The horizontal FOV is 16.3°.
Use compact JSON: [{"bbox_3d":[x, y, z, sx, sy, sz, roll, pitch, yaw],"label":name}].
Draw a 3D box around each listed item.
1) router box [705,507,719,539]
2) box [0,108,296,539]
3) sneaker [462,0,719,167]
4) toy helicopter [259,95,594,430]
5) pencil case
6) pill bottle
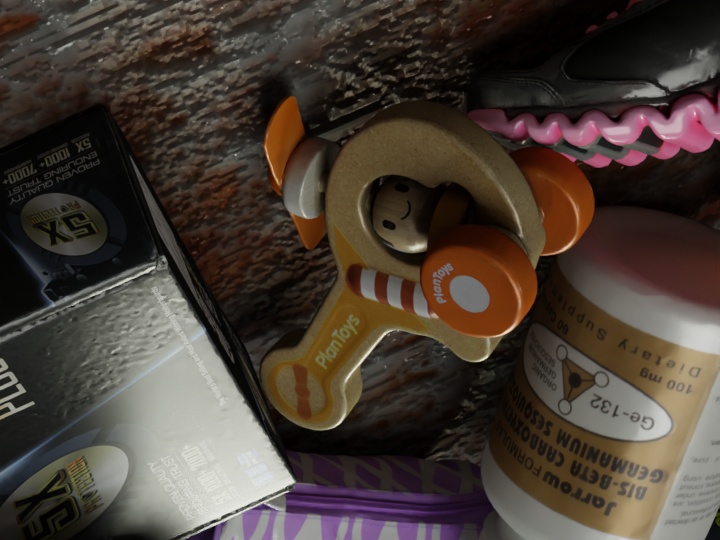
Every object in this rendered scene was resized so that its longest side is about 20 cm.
[{"bbox_3d":[0.186,0.154,1.289,0.150,0.200,0.062,-22,140,-3],"label":"router box"},{"bbox_3d":[-0.138,0.048,1.070,0.164,0.086,0.200,-24,144,0],"label":"box"},{"bbox_3d":[0.139,-0.098,1.058,0.200,0.095,0.079,-8,173,15],"label":"sneaker"},{"bbox_3d":[0.000,0.000,1.080,0.079,0.132,0.200,-51,178,-44],"label":"toy helicopter"},{"bbox_3d":[-0.021,0.122,1.230,0.200,0.084,0.085,8,143,-42],"label":"pencil case"},{"bbox_3d":[0.120,0.081,1.189,0.114,0.114,0.200,3,118,-32],"label":"pill bottle"}]
